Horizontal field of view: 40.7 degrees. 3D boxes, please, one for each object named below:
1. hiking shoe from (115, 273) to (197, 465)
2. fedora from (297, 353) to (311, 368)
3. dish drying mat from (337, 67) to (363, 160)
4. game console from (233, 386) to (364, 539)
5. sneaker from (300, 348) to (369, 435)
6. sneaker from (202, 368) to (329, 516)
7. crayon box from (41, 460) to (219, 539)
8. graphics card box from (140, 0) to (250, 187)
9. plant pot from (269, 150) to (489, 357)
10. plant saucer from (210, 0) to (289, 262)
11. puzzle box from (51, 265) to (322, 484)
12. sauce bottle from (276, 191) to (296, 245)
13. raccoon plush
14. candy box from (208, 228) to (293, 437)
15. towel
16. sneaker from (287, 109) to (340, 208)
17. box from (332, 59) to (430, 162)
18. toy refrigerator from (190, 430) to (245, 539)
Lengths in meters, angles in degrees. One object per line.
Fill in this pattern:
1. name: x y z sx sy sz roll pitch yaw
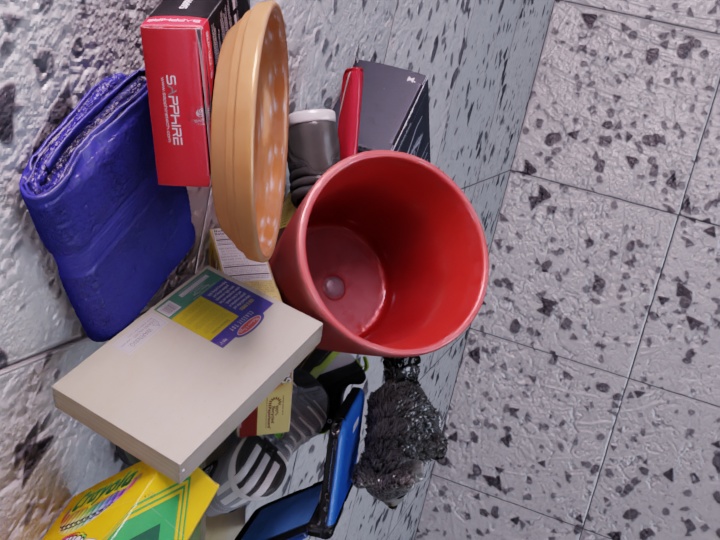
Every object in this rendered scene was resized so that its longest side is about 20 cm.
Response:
1. hiking shoe: -0.165 0.106 0.959 0.076 0.100 0.201 10 96 -74
2. fedora: -0.089 0.054 1.208 0.201 0.081 0.202 23 90 -82
3. dish drying mat: -0.017 -0.127 1.098 0.077 0.018 0.202 -135 -130 -75
4. game console: -0.070 0.221 1.061 0.200 0.117 0.172 -37 135 -83
5. sneaker: -0.062 0.179 1.167 0.201 0.083 0.072 -56 172 5
6. sneaker: -0.112 0.182 1.008 0.115 0.075 0.200 -38 -175 30
7. crayon box: -0.222 0.244 0.782 0.200 0.058 0.173 -31 -159 44
8. graphics card box: -0.125 -0.165 0.784 0.200 0.050 0.126 -81 172 -58
9. plant pot: 0.000 0.000 0.972 0.177 0.200 0.201 -26 -142 63
10. plant saucer: -0.085 -0.107 0.762 0.200 0.037 0.202 3 90 -87
11. puzzle box: -0.138 0.078 0.817 0.200 0.132 0.026 -43 150 -44
12. sauce bottle: -0.074 -0.026 1.125 0.201 0.065 0.066 -81 176 -53
13. raccoon plush: 0.023 0.163 1.093 0.201 0.096 0.134 70 19 4
14. candy box: -0.113 0.056 0.976 0.200 0.055 0.116 -117 -152 -52
15. towel: -0.201 -0.049 0.785 0.148 0.049 0.201 -55 158 -31
16. sneaker: -0.056 -0.110 1.072 0.200 0.070 0.100 158 -72 -84
17. box: 0.025 -0.163 1.341 0.200 0.104 0.149 82 29 -56
18. toy refrigerator: -0.175 0.227 1.076 0.070 0.076 0.201 -29 137 -42
